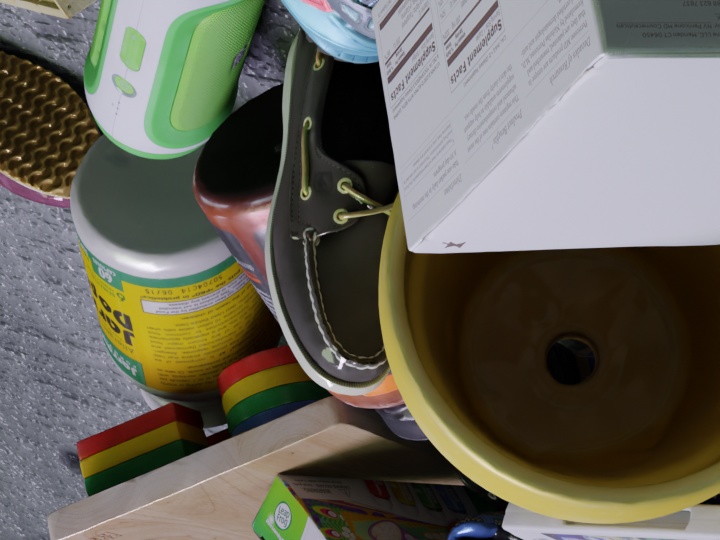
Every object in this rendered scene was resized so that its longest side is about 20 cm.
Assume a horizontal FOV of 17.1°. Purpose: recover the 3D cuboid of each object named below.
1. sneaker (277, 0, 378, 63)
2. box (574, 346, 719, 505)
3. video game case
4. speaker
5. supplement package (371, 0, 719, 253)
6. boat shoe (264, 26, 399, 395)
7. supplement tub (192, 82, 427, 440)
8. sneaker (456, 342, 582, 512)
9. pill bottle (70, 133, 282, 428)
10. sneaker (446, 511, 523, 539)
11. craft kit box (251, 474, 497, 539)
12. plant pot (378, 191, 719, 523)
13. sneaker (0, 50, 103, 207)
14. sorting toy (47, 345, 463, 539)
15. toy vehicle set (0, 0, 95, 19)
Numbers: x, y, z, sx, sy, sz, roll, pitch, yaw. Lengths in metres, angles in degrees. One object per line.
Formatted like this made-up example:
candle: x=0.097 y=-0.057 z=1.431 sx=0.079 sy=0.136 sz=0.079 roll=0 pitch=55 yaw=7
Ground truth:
sneaker: x=-0.026 y=-0.187 z=1.084 sx=0.200 sy=0.079 sz=0.095 roll=42 pitch=141 yaw=-21
box: x=0.194 y=0.096 z=1.208 sx=0.200 sy=0.032 sz=0.121 roll=-3 pitch=100 yaw=52
video game case: x=0.179 y=0.143 z=1.140 sx=0.143 sy=0.018 sz=0.200 roll=26 pitch=164 yaw=-27
speaker: x=-0.091 y=-0.133 z=1.217 sx=0.088 sy=0.088 sz=0.200 roll=37 pitch=154 yaw=5
supplement package: x=0.114 y=-0.091 z=0.910 sx=0.155 sy=0.111 sz=0.200 roll=-2 pitch=162 yaw=-20
boat shoe: x=-0.004 y=-0.043 z=1.146 sx=0.072 sy=0.202 sz=0.061 roll=6 pitch=156 yaw=-20
supplement tub: x=0.000 y=0.000 z=1.280 sx=0.107 sy=0.107 sz=0.200 roll=10 pitch=142 yaw=45
sneaker: x=0.091 y=0.107 z=1.318 sx=0.083 sy=0.072 sz=0.200 roll=-7 pitch=146 yaw=13
pill bottle: x=-0.103 y=0.007 z=1.418 sx=0.113 sy=0.113 sz=0.200 roll=29 pitch=152 yaw=21
sneaker: x=0.118 y=0.190 z=1.249 sx=0.200 sy=0.075 sz=0.078 roll=29 pitch=178 yaw=29
craft kit box: x=0.067 y=0.194 z=1.357 sx=0.198 sy=0.200 sz=0.049 roll=51 pitch=123 yaw=42
plant pot: x=0.107 y=0.024 z=1.106 sx=0.201 sy=0.201 sz=0.189 roll=36 pitch=168 yaw=7
sneaker: x=-0.223 y=-0.088 z=1.485 sx=0.200 sy=0.075 sz=0.090 roll=34 pitch=162 yaw=26
sorting toy: x=-0.058 y=0.112 z=1.438 sx=0.198 sy=0.070 sz=0.200 roll=-23 pitch=157 yaw=20
toy vehicle set: x=-0.194 y=-0.192 z=1.233 sx=0.124 sy=0.026 sz=0.200 roll=57 pitch=170 yaw=-18
